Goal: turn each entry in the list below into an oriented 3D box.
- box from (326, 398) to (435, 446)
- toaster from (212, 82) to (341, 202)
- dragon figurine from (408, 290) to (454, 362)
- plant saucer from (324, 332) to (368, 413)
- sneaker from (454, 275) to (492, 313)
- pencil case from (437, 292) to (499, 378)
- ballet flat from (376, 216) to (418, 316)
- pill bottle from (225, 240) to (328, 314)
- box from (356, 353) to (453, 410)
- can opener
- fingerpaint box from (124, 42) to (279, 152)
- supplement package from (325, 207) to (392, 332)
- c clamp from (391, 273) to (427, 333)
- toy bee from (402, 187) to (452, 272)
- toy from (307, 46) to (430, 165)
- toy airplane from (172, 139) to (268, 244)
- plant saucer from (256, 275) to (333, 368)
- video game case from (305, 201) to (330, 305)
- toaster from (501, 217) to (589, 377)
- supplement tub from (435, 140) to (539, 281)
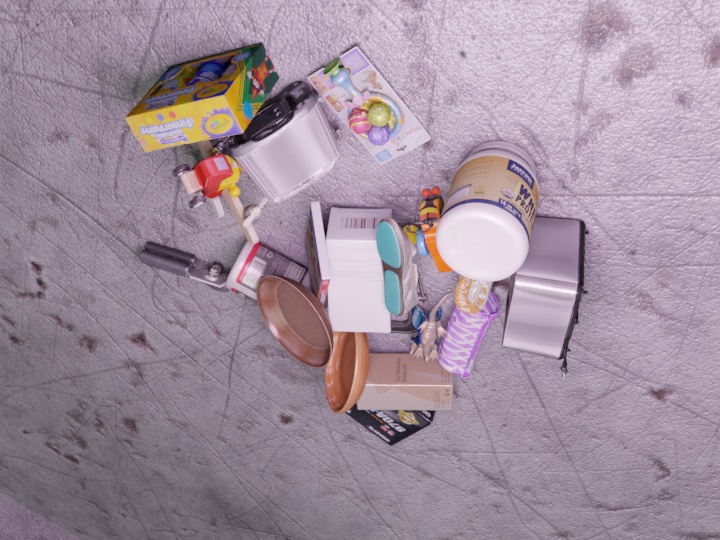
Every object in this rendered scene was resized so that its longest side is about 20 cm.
[{"bbox_3d":[0.046,0.297,1.868,0.199,0.046,0.159,39,133,-15],"label":"box"},{"bbox_3d":[-0.130,-0.204,1.386,0.199,0.114,0.130,-33,124,2],"label":"toaster"},{"bbox_3d":[0.132,0.106,1.627,0.058,0.100,0.202,5,119,-6],"label":"dragon figurine"},{"bbox_3d":[-0.026,0.186,1.679,0.037,0.202,0.201,8,140,-19],"label":"plant saucer"},{"bbox_3d":[0.219,-0.026,1.478,0.075,0.088,0.202,25,113,2],"label":"sneaker"},{"bbox_3d":[0.205,0.120,1.606,0.083,0.086,0.201,-12,140,-22],"label":"pencil case"},{"bbox_3d":[0.067,-0.014,1.419,0.067,0.063,0.202,30,138,40],"label":"ballet flat"},{"bbox_3d":[-0.158,0.030,1.654,0.198,0.111,0.111,29,136,-5],"label":"pill bottle"},{"bbox_3d":[0.090,0.229,1.721,0.197,0.096,0.078,-1,130,2],"label":"box"},{"bbox_3d":[-0.366,0.001,1.754,0.198,0.054,0.067,17,135,8],"label":"can opener"},{"bbox_3d":[-0.256,-0.282,1.360,0.198,0.168,0.074,-5,130,27],"label":"fingerpaint box"},{"bbox_3d":[0.000,0.000,1.522,0.115,0.118,0.202,1,123,2],"label":"supplement package"},{"bbox_3d":[0.047,0.066,1.670,0.197,0.027,0.172,-2,135,22],"label":"c clamp"},{"bbox_3d":[0.137,-0.082,1.451,0.129,0.110,0.201,2,156,-1],"label":"toy bee"},{"bbox_3d":[0.010,-0.255,1.362,0.114,0.047,0.200,-22,120,38],"label":"toy"},{"bbox_3d":[-0.241,-0.167,1.484,0.140,0.200,0.201,-28,133,-1],"label":"toy airplane"},{"bbox_3d":[-0.114,0.088,1.549,0.199,0.037,0.202,31,141,29],"label":"plant saucer"},{"bbox_3d":[-0.079,-0.019,1.514,0.017,0.145,0.200,-6,161,-9],"label":"video game case"},{"bbox_3d":[0.311,0.037,1.408,0.117,0.201,0.182,8,135,8],"label":"toaster"},{"bbox_3d":[0.205,-0.098,1.319,0.142,0.201,0.146,11,135,11],"label":"supplement tub"}]
